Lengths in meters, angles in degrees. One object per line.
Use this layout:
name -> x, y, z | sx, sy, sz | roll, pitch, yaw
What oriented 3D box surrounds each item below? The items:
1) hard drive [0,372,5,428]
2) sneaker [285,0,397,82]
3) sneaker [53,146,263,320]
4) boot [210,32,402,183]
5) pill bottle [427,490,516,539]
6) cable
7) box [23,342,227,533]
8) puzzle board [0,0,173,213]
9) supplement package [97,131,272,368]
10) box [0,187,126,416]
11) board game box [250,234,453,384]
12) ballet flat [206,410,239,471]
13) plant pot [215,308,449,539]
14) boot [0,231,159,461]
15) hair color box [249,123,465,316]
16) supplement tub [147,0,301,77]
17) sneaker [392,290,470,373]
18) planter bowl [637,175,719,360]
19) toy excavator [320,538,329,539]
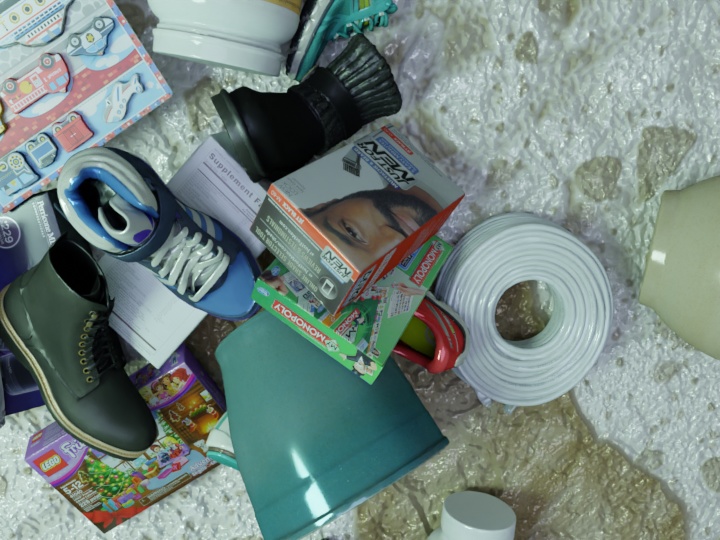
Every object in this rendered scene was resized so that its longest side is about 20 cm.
hard drive -> -0.369, 0.070, 0.646 | 0.037, 0.140, 0.207 | -1, 101, -1
sneaker -> -0.004, -0.266, 0.718 | 0.079, 0.078, 0.201 | 36, 97, -19
sneaker -> -0.163, -0.018, 0.603 | 0.081, 0.147, 0.200 | -44, 100, 6
boot -> -0.043, -0.154, 0.671 | 0.155, 0.211, 0.081 | -30, 91, 7
pill bottle -> 0.121, 0.368, 0.834 | 0.109, 0.113, 0.206 | 5, 101, -5
cable -> 0.174, 0.044, 0.794 | 0.199, 0.069, 0.201 | -40, 102, 4
box -> -0.235, 0.185, 0.786 | 0.197, 0.039, 0.138 | -31, 121, 2
puzzle board -> -0.293, -0.170, 0.662 | 0.198, 0.017, 0.153 | -35, 112, -2
supplement package -> -0.168, -0.026, 0.733 | 0.114, 0.110, 0.200 | 43, 96, -11
box -> -0.342, 0.031, 0.750 | 0.137, 0.079, 0.206 | -15, 102, -4
board game box -> 0.000, 0.000, 0.700 | 0.133, 0.201, 0.029 | 35, 131, 3
ballet flat -> -0.085, 0.210, 0.800 | 0.069, 0.070, 0.200 | -43, 126, 5
plant pot -> -0.042, 0.129, 0.702 | 0.197, 0.200, 0.191 | -29, 78, 2
boot -> -0.237, 0.075, 0.656 | 0.137, 0.078, 0.201 | -32, 105, 39
hair color box -> 0.004, -0.056, 0.683 | 0.111, 0.199, 0.064 | 43, 133, 9
supplement tub -> -0.117, -0.292, 0.664 | 0.140, 0.145, 0.206 | 9, 101, -6
sneaker -> 0.023, 0.034, 0.747 | 0.197, 0.084, 0.079 | 32, 111, 19
planter bowl -> 0.364, -0.011, 0.750 | 0.131, 0.199, 0.206 | 14, 102, 20
toy excavator -> -0.058, 0.380, 0.778 | 0.100, 0.200, 0.194 | -44, 102, 5
